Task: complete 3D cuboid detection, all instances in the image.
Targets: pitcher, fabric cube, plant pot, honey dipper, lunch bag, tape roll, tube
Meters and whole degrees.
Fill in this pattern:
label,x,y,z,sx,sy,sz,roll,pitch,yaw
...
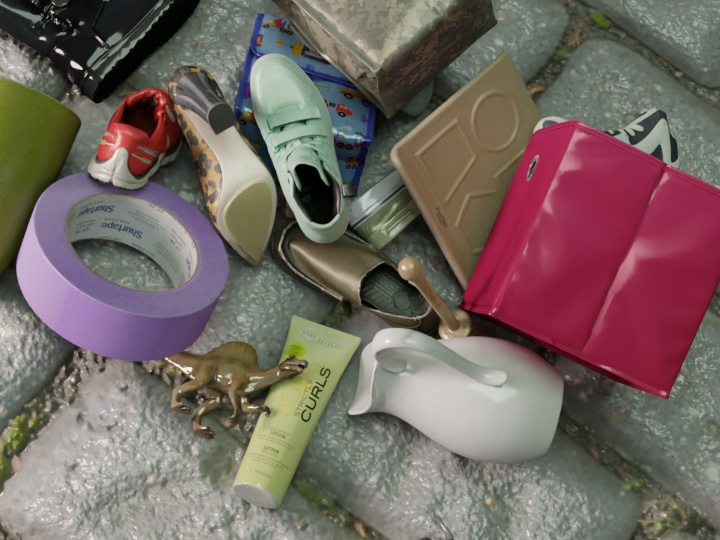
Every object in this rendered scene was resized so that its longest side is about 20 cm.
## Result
label,x,y,z,sx,sy,sz,roll,pitch,yaw
pitcher,0.098,0.112,1.366,0.198,0.172,0.122,14,69,-1
fabric cube,0.233,-0.011,1.386,0.199,0.196,0.201,25,89,-5
plant pot,-0.393,-0.079,1.386,0.185,0.187,0.202,14,79,-2
honey dipper,0.077,0.033,1.387,0.038,0.200,0.038,-10,61,19
lunch bag,-0.056,-0.198,1.541,0.149,0.094,0.201,12,51,-5
lunch bag,0.017,-0.290,1.483,0.164,0.118,0.200,-42,67,-7
tape roll,-0.233,-0.007,1.380,0.198,0.066,0.201,19,39,-16
tube,-0.069,0.138,1.399,0.058,0.052,0.201,41,56,-27

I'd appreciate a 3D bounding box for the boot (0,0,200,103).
label,x,y,z,sx,sy,sz,roll,pitch,yaw
boot,-0.291,-0.302,1.544,0.168,0.076,0.200,40,73,6

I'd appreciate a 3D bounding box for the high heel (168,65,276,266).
label,x,y,z,sx,sy,sz,roll,pitch,yaw
high heel,-0.145,-0.112,1.454,0.071,0.201,0.143,-22,34,-15

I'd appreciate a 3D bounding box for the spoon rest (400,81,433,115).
label,x,y,z,sx,sy,sz,roll,pitch,yaw
spoon rest,0.042,-0.267,1.578,0.060,0.099,0.202,-16,66,33

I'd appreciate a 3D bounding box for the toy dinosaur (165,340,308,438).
label,x,y,z,sx,sy,sz,roll,pitch,yaw
toy dinosaur,-0.149,0.109,1.402,0.198,0.058,0.102,10,55,17

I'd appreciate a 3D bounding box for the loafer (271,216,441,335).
label,x,y,z,sx,sy,sz,roll,pitch,yaw
loafer,0.000,0.000,1.450,0.199,0.070,0.076,26,80,3

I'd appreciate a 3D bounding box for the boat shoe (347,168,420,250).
label,x,y,z,sx,sy,sz,roll,pitch,yaw
boat shoe,0.069,-0.096,1.521,0.199,0.072,0.062,-37,95,-14

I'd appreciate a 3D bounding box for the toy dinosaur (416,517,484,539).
label,x,y,z,sx,sy,sz,roll,pitch,yaw
toy dinosaur,0.125,0.329,1.323,0.201,0.077,0.102,53,35,1

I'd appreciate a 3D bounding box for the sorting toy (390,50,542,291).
label,x,y,z,sx,sy,sz,roll,pitch,yaw
sorting toy,0.131,-0.105,1.500,0.200,0.036,0.186,-44,117,-25

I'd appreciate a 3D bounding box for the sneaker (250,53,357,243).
label,x,y,z,sx,sy,sz,roll,pitch,yaw
sneaker,-0.056,-0.129,1.385,0.073,0.118,0.202,-20,87,-3

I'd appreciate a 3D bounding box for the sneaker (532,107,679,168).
label,x,y,z,sx,sy,sz,roll,pitch,yaw
sneaker,0.280,-0.139,1.544,0.198,0.079,0.130,27,55,-13

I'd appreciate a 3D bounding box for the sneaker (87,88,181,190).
label,x,y,z,sx,sy,sz,roll,pitch,yaw
sneaker,-0.219,-0.152,1.447,0.076,0.085,0.200,22,27,-7
